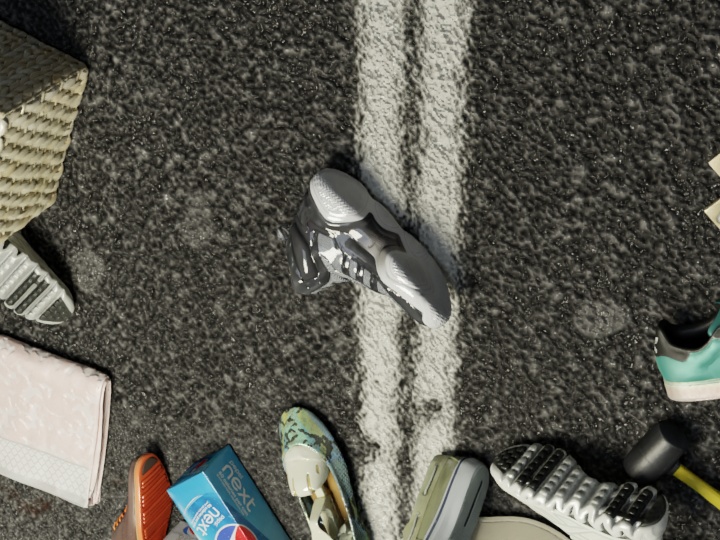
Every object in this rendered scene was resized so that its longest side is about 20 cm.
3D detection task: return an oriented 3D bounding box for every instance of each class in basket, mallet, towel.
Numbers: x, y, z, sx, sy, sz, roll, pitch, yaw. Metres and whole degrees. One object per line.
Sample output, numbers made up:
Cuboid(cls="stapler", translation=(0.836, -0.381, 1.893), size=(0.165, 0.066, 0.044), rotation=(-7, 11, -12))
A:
Cuboid(cls="basket", translation=(-0.414, -0.145, 1.441), size=(0.159, 0.200, 0.200), rotation=(25, 119, 6))
Cuboid(cls="mallet", translation=(0.361, 0.221, 1.347), size=(0.198, 0.041, 0.066), rotation=(30, 122, 5))
Cuboid(cls="towel", translation=(-0.400, 0.180, 1.657), size=(0.198, 0.032, 0.193), rotation=(18, 116, 15))

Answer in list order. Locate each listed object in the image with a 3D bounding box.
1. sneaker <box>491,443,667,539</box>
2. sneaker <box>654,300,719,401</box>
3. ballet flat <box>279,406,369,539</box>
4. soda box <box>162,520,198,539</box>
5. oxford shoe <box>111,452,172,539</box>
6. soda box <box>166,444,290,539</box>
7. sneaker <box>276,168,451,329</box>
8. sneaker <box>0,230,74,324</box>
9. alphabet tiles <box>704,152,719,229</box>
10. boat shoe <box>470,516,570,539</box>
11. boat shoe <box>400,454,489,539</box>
Cuboid(cls="sneaker", translation=(0.215, 0.240, 1.368), size=(0.199, 0.075, 0.082), rotation=(22, 135, 38))
Cuboid(cls="sneaker", translation=(0.367, 0.066, 1.258), size=(0.198, 0.071, 0.081), rotation=(-14, 109, 29))
Cuboid(cls="ballet flat", translation=(-0.044, 0.251, 1.511), size=(0.074, 0.074, 0.202), rotation=(-19, 102, 28))
Cuboid(cls="soda box", translation=(-0.210, 0.411, 1.649), size=(0.067, 0.064, 0.202), rotation=(14, 116, 17))
Cuboid(cls="oxford shoe", translation=(-0.271, 0.306, 1.631), size=(0.072, 0.071, 0.203), rotation=(13, 115, 23))
Cuboid(cls="soda box", translation=(-0.135, 0.311, 1.574), size=(0.064, 0.068, 0.201), rotation=(-29, 97, 30))
Cuboid(cls="sneaker", translation=(0.000, 0.000, 1.391), size=(0.200, 0.075, 0.114), rotation=(48, 121, 6))
Cuboid(cls="sneaker", translation=(-0.403, -0.020, 1.557), size=(0.075, 0.081, 0.200), rotation=(-34, 114, 25))
Cuboid(cls="alphabet tiles", translation=(0.411, -0.073, 1.198), size=(0.167, 0.006, 0.200), rotation=(46, 124, -5))
Cuboid(cls="boat shoe", translation=(0.149, 0.306, 1.469), size=(0.197, 0.073, 0.063), rotation=(9, 157, 14))
Cuboid(cls="boat shoe", translation=(0.074, 0.288, 1.427), size=(0.061, 0.201, 0.072), rotation=(10, 152, 35))
